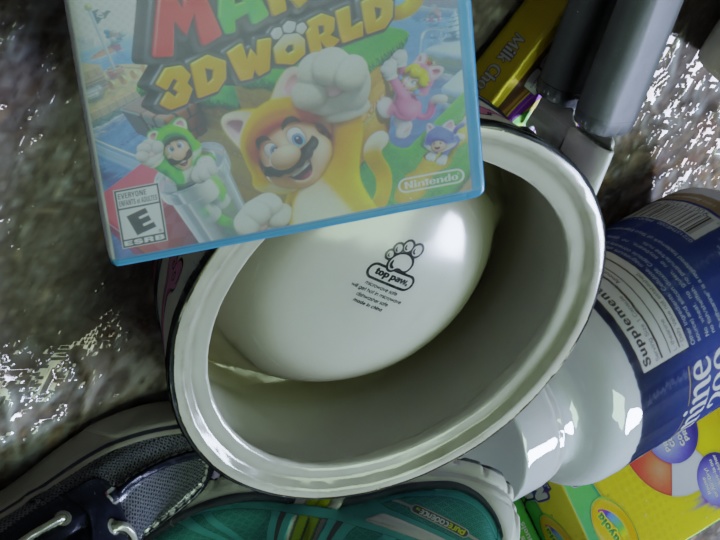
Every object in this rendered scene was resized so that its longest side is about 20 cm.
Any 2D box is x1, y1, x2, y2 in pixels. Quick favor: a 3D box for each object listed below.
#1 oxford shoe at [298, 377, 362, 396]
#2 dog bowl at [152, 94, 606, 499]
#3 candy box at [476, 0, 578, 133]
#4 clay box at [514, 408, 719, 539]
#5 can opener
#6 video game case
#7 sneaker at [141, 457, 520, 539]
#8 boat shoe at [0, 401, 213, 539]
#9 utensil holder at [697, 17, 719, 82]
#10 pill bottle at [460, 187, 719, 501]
[{"bbox_3d":[0.008,0.087,1.252,0.058,0.075,0.200,-45,144,-3],"label":"oxford shoe"},{"bbox_3d":[0.000,0.000,1.097,0.200,0.074,0.200,-15,132,-17],"label":"dog bowl"},{"bbox_3d":[0.058,-0.046,1.215,0.200,0.026,0.102,-52,151,3],"label":"candy box"},{"bbox_3d":[0.149,0.096,1.404,0.200,0.115,0.048,-26,-179,-36],"label":"clay box"},{"bbox_3d":[0.098,-0.083,1.153,0.066,0.053,0.200,-1,123,-46],"label":"can opener"},{"bbox_3d":[-0.032,-0.101,0.899,0.143,0.018,0.200,-11,123,-7],"label":"video game case"},{"bbox_3d":[-0.024,0.137,1.182,0.200,0.080,0.078,-12,144,21],"label":"sneaker"},{"bbox_3d":[-0.123,0.134,1.111,0.200,0.093,0.075,-29,144,-31],"label":"boat shoe"},{"bbox_3d":[0.287,-0.143,1.270,0.200,0.170,0.170,-56,149,13],"label":"utensil holder"},{"bbox_3d":[0.124,0.042,1.310,0.200,0.111,0.111,-27,143,-35],"label":"pill bottle"}]
